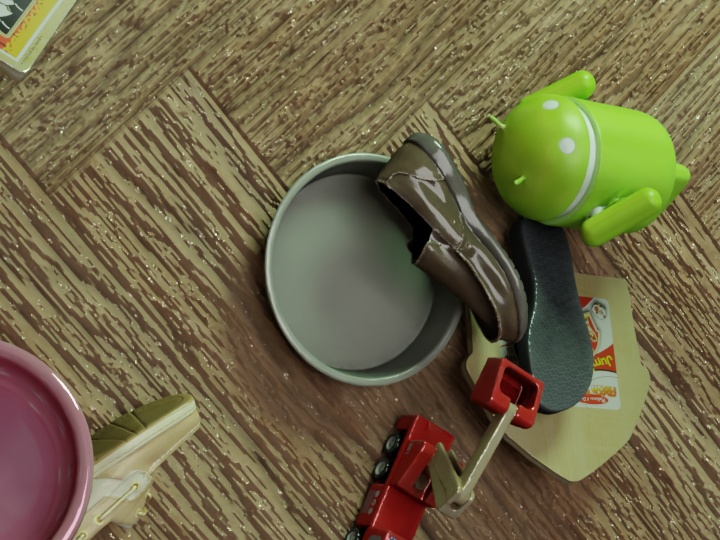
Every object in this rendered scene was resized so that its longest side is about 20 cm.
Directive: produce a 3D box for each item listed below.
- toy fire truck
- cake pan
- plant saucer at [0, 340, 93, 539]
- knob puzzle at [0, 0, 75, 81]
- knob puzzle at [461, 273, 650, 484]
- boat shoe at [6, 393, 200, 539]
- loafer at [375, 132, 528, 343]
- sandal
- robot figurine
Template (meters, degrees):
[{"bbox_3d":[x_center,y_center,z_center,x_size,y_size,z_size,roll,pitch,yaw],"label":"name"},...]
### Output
[{"bbox_3d":[0.067,0.173,1.403,0.049,0.141,0.200,32,71,-24],"label":"toy fire truck"},{"bbox_3d":[0.000,0.000,1.439,0.200,0.037,0.201,3,84,-30],"label":"cake pan"},{"bbox_3d":[-0.295,0.148,1.218,0.200,0.051,0.201,2,73,-7],"label":"plant saucer"},{"bbox_3d":[-0.300,-0.256,1.244,0.219,0.030,0.220,19,49,-23],"label":"knob puzzle"},{"bbox_3d":[0.175,0.098,1.521,0.219,0.030,0.220,11,66,-24],"label":"knob puzzle"},{"bbox_3d":[-0.201,0.173,1.295,0.200,0.074,0.069,-36,106,-17],"label":"boat shoe"},{"bbox_3d":[0.073,-0.017,1.428,0.071,0.073,0.200,-33,97,-17],"label":"loafer"},{"bbox_3d":[0.166,0.043,1.502,0.076,0.043,0.200,20,53,-27],"label":"sandal"},{"bbox_3d":[0.204,-0.095,1.512,0.200,0.116,0.176,7,48,-35],"label":"robot figurine"}]
